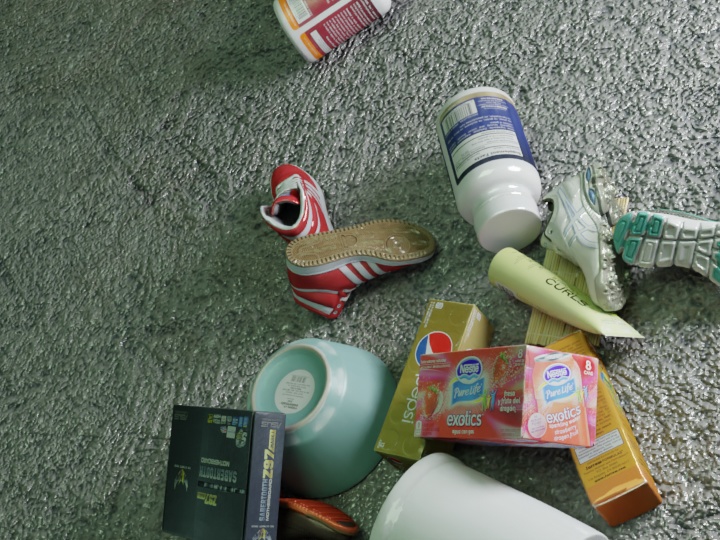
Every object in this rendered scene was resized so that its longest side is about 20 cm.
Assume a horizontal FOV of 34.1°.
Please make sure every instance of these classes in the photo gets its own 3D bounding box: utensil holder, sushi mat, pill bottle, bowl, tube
[{"bbox_3d":[0.132,0.300,1.189,0.198,0.170,0.172,18,71,38],"label":"utensil holder"},{"bbox_3d":[0.259,0.002,1.405,0.094,0.012,0.203,2,63,32],"label":"sushi mat"},{"bbox_3d":[-0.026,-0.419,1.802,0.198,0.113,0.114,-31,48,11],"label":"pill bottle"},{"bbox_3d":[0.166,-0.125,1.484,0.110,0.111,0.202,-25,50,17],"label":"pill bottle"},{"bbox_3d":[-0.062,0.165,1.448,0.198,0.105,0.204,-17,52,24],"label":"bowl"},{"bbox_3d":[0.232,0.033,1.354,0.058,0.052,0.199,-35,42,-20],"label":"tube"}]

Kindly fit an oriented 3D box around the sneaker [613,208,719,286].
[{"bbox_3d":[0.385,-0.032,1.304,0.197,0.091,0.079,19,111,18],"label":"sneaker"}]

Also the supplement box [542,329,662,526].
[{"bbox_3d":[0.253,0.166,1.266,0.068,0.067,0.202,-29,50,13],"label":"supplement box"}]

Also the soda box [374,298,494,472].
[{"bbox_3d":[0.089,0.139,1.392,0.067,0.064,0.203,6,65,36],"label":"soda box"}]

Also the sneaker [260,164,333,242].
[{"bbox_3d":[-0.098,-0.101,1.629,0.071,0.113,0.201,-35,48,8],"label":"sneaker"}]

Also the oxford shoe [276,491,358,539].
[{"bbox_3d":[-0.084,0.307,1.404,0.198,0.071,0.074,5,80,43],"label":"oxford shoe"}]

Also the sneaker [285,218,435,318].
[{"bbox_3d":[0.000,0.000,1.552,0.196,0.113,0.072,-6,49,-7],"label":"sneaker"}]

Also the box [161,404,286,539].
[{"bbox_3d":[-0.167,0.245,1.410,0.199,0.050,0.161,-4,80,53],"label":"box"}]

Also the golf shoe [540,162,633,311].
[{"bbox_3d":[0.260,-0.027,1.372,0.096,0.078,0.202,-20,43,25],"label":"golf shoe"}]

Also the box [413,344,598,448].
[{"bbox_3d":[0.153,0.138,1.263,0.199,0.101,0.096,-13,69,59],"label":"box"}]
